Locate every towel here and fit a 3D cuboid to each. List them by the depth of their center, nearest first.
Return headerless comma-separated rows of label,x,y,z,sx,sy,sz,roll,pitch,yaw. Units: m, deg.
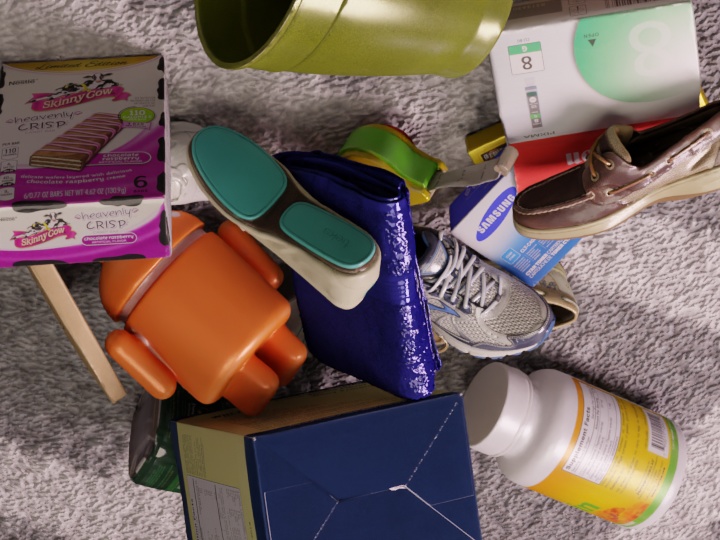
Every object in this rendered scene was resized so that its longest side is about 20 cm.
towel,0.000,0.000,1.736,0.049,0.147,0.201,-33,129,-33

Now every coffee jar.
coffee jar,-0.111,0.169,1.940,0.199,0.105,0.085,18,135,-19

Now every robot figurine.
robot figurine,-0.140,0.032,1.770,0.200,0.117,0.144,42,98,4

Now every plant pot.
plant pot,0.006,-0.227,1.560,0.192,0.201,0.201,11,131,-30

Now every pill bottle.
pill bottle,0.194,0.158,1.953,0.199,0.112,0.111,23,126,-23

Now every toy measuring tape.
toy measuring tape,0.039,-0.091,1.717,0.073,0.074,0.199,37,151,-31

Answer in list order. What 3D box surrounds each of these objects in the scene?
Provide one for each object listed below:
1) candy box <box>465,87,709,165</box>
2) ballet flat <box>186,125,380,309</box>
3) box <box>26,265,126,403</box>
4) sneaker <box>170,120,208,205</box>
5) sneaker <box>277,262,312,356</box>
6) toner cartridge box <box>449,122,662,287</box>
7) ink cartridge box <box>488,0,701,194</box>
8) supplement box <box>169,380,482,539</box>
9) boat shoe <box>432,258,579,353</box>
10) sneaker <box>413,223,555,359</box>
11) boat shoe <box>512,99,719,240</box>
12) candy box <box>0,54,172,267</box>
candy box,0.199,-0.109,1.773,0.199,0.027,0.102,-23,130,15
ballet flat,-0.065,-0.039,1.689,0.069,0.200,0.070,-39,154,-23
box,-0.264,-0.003,1.740,0.021,0.164,0.201,-30,131,-8
sneaker,-0.189,-0.066,1.728,0.198,0.100,0.078,-2,132,-3
sneaker,-0.077,0.058,1.869,0.200,0.071,0.080,-34,129,22
toner cartridge box,0.171,-0.084,1.746,0.095,0.043,0.200,32,119,-20
ink cartridge box,0.190,-0.125,1.663,0.159,0.050,0.201,-9,123,6
supplement box,-0.033,0.182,1.804,0.198,0.199,0.136,-10,94,-25
boat shoe,0.092,0.029,1.844,0.198,0.063,0.074,-10,129,-10
sneaker,0.068,0.009,1.764,0.199,0.077,0.085,22,162,15
boat shoe,0.206,-0.085,1.648,0.198,0.072,0.072,-16,123,19
candy box,-0.216,-0.089,1.637,0.135,0.201,0.061,-4,127,-4
